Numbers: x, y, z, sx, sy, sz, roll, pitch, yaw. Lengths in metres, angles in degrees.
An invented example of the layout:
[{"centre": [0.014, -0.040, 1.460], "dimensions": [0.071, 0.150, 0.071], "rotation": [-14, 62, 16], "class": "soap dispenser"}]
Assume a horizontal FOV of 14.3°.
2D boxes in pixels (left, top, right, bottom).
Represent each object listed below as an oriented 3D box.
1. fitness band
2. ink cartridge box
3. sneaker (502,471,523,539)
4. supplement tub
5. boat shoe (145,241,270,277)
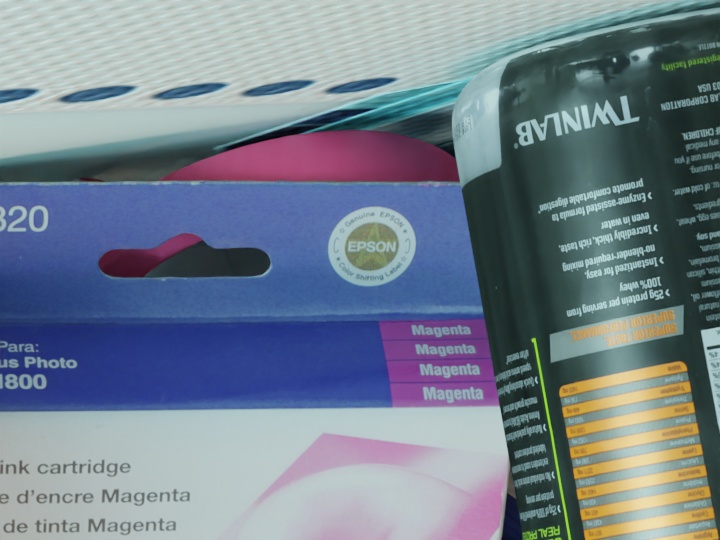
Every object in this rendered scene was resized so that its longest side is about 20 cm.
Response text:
[{"centre": [-0.036, 0.020, 0.928], "dimensions": [0.143, 0.037, 0.200], "rotation": [5, 146, -18], "class": "fitness band"}, {"centre": [-0.055, 0.071, 0.861], "dimensions": [0.196, 0.200, 0.043], "rotation": [-1, -150, -10], "class": "ink cartridge box"}, {"centre": [0.050, 0.097, 1.015], "dimensions": [0.199, 0.115, 0.081], "rotation": [-5, 171, 40], "class": "sneaker"}, {"centre": [0.099, 0.035, 0.796], "dimensions": [0.122, 0.200, 0.123], "rotation": [-9, 174, -1], "class": "supplement tub"}, {"centre": [0.000, 0.000, 1.000], "dimensions": [0.200, 0.062, 0.072], "rotation": [-5, 139, 14], "class": "boat shoe"}]
